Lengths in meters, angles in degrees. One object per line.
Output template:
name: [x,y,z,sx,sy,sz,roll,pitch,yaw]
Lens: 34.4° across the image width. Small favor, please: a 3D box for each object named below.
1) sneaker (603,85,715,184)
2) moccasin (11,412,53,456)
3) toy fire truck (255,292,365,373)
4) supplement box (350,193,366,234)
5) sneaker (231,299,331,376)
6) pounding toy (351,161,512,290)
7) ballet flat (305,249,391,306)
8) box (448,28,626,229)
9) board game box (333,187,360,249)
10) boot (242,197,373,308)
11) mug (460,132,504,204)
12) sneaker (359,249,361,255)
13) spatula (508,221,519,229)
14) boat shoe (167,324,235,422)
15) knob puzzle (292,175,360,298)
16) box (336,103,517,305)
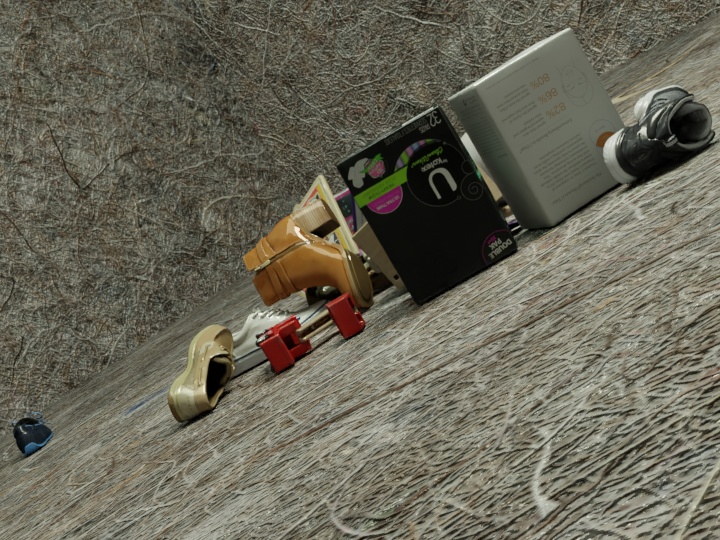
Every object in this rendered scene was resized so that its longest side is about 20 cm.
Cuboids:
sneaker: [0.381,-0.178,1.403,0.114,0.076,0.200,-23,15,49]
moccasin: [-0.682,0.332,2.418,0.080,0.068,0.200,-32,6,-16]
toy fire truck: [-0.070,0.080,1.570,0.141,0.049,0.200,-30,5,-3]
supplement box: [0.063,-0.139,1.903,0.103,0.101,0.200,3,25,18]
sneaker: [-0.134,0.087,1.726,0.200,0.071,0.073,-30,6,9]
pounding toy: [0.127,-0.076,1.636,0.184,0.142,0.200,-44,-3,26]
ballet flat: [0.000,0.000,1.746,0.200,0.068,0.072,-30,-38,12]
box: [0.233,-0.175,1.469,0.152,0.200,0.106,-32,7,-12]
board game box: [-0.003,-0.075,2.080,0.200,0.148,0.064,-30,4,12]
boot: [-0.080,0.007,1.694,0.155,0.200,0.077,-35,-24,11]
mug: [0.222,-0.177,1.924,0.186,0.150,0.153,-28,-6,-38]
sneaker: [0.050,-0.048,1.974,0.114,0.073,0.200,-29,5,43]
spatula: [0.235,-0.086,1.597,0.200,0.021,0.056,-34,5,-37]
boat shoe: [-0.205,0.140,1.628,0.064,0.071,0.200,-16,27,20]
knob puzzle: [-0.085,-0.033,1.997,0.030,0.220,0.220,-3,-11,-34]
box: [0.084,-0.086,1.454,0.148,0.200,0.124,-29,7,8]
